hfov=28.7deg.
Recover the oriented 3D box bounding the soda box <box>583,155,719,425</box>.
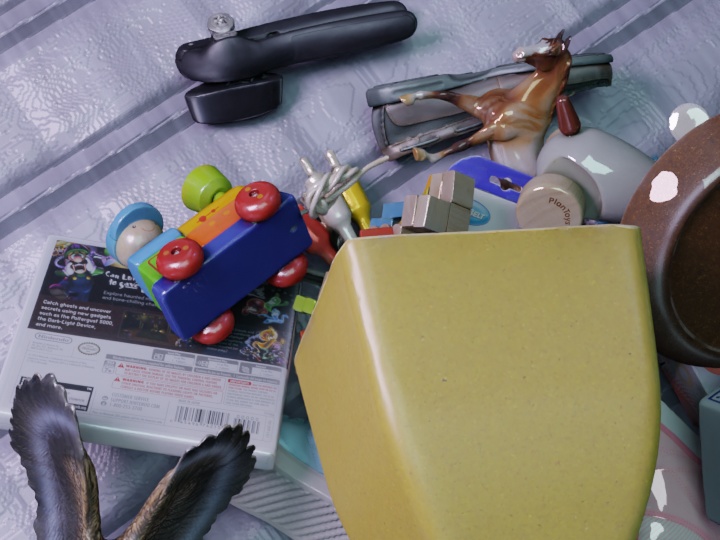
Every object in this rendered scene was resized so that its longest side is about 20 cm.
[{"bbox_3d":[0.244,0.017,1.091,0.063,0.068,0.201,-27,80,-10],"label":"soda box"}]

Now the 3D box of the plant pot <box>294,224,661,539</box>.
[{"bbox_3d":[0.078,0.107,0.889,0.193,0.196,0.201,-3,66,-14],"label":"plant pot"}]

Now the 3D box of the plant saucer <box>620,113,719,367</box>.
[{"bbox_3d":[0.269,-0.015,0.952,0.199,0.035,0.201,-8,118,-14],"label":"plant saucer"}]

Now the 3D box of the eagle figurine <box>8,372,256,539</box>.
[{"bbox_3d":[-0.166,0.179,0.941,0.150,0.151,0.201,9,84,39],"label":"eagle figurine"}]

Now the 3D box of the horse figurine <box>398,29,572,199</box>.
[{"bbox_3d":[0.107,-0.076,1.088,0.132,0.050,0.201,-16,112,-11],"label":"horse figurine"}]

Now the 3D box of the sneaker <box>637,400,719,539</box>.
[{"bbox_3d":[0.193,0.148,1.045,0.200,0.075,0.105,40,73,-4],"label":"sneaker"}]

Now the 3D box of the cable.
[{"bbox_3d":[0.005,0.002,1.080,0.097,0.050,0.200,-38,79,-29],"label":"cable"}]

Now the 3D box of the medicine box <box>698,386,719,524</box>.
[{"bbox_3d":[0.370,0.120,0.982,0.199,0.182,0.103,-25,118,-33],"label":"medicine box"}]

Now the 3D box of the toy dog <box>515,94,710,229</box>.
[{"bbox_3d":[0.206,-0.078,1.000,0.199,0.097,0.132,-6,36,-1],"label":"toy dog"}]

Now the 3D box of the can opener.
[{"bbox_3d":[-0.052,-0.182,1.131,0.199,0.079,0.063,-20,39,-13],"label":"can opener"}]

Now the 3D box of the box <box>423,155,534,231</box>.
[{"bbox_3d":[0.084,0.019,1.052,0.119,0.041,0.201,19,94,-14],"label":"box"}]

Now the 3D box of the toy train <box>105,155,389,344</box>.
[{"bbox_3d":[-0.086,-0.045,1.045,0.200,0.085,0.116,-38,46,-18],"label":"toy train"}]

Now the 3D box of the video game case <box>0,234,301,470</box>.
[{"bbox_3d":[-0.150,0.056,1.027,0.199,0.023,0.182,9,44,-3],"label":"video game case"}]

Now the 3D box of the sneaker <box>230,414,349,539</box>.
[{"bbox_3d":[-0.057,0.138,1.046,0.200,0.074,0.082,36,34,15],"label":"sneaker"}]

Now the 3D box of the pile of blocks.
[{"bbox_3d":[0.000,0.000,1.012,0.200,0.062,0.082,-55,46,17],"label":"pile of blocks"}]

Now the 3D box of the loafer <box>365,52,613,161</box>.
[{"bbox_3d":[0.106,-0.132,1.129,0.199,0.072,0.063,-9,96,0],"label":"loafer"}]
